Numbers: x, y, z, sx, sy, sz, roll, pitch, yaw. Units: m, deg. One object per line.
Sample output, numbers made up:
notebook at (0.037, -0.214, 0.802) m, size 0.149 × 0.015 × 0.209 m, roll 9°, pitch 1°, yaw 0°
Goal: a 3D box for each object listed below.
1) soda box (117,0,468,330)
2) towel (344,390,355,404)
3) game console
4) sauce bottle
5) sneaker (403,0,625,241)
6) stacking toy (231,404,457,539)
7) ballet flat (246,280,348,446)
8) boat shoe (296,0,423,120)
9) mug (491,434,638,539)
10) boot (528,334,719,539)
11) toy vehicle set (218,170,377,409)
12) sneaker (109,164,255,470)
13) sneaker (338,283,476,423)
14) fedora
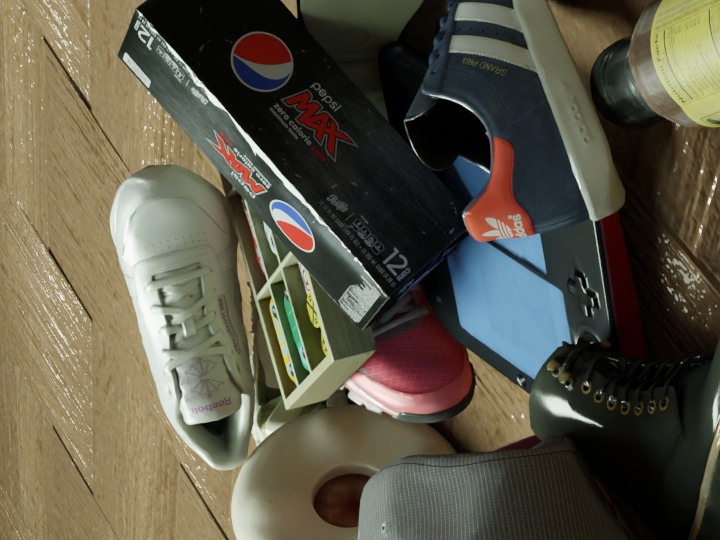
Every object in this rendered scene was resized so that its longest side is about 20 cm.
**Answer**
soda box at (-0.035, -0.070, 1.216) m, size 0.200 × 0.071 × 0.063 m, roll 49°, pitch 156°, yaw 4°
towel at (-0.010, 0.103, 1.531) m, size 0.146 × 0.022 × 0.202 m, roll -12°, pitch 96°, yaw 66°
game console at (0.078, -0.013, 1.197) m, size 0.200 × 0.031 × 0.178 m, roll 35°, pitch 149°, yaw 51°
sauce bottle at (0.151, -0.094, 0.954) m, size 0.065 × 0.064 × 0.200 m, roll 70°, pitch 163°, yaw -2°
sneaker at (0.054, -0.099, 1.085) m, size 0.075 × 0.084 × 0.201 m, roll 61°, pitch -171°, yaw -52°
stacking toy at (-0.002, 0.195, 1.444) m, size 0.146 × 0.145 × 0.201 m, roll 49°, pitch 155°, yaw 38°
ballet flat at (-0.047, 0.067, 1.455) m, size 0.072 × 0.071 × 0.202 m, roll 39°, pitch 140°, yaw 50°
boat shoe at (-0.001, -0.148, 1.241) m, size 0.201 × 0.070 × 0.063 m, roll 94°, pitch 172°, yaw -52°
mug at (0.101, 0.204, 1.236) m, size 0.201 × 0.132 × 0.178 m, roll 66°, pitch 155°, yaw 15°
boot at (0.134, 0.054, 1.060) m, size 0.138 × 0.077 × 0.201 m, roll 38°, pitch 144°, yaw 27°
toy vehicle set at (-0.044, -0.032, 1.312) m, size 0.124 × 0.026 × 0.202 m, roll 130°, pitch 126°, yaw -68°
sneaker at (-0.094, 0.029, 1.378) m, size 0.100 × 0.074 × 0.201 m, roll -115°, pitch 10°, yaw -53°
sneaker at (0.000, 0.000, 1.331) m, size 0.201 × 0.073 × 0.087 m, roll 58°, pitch 164°, yaw 31°
fedora at (0.062, 0.127, 1.078) m, size 0.200 × 0.175 × 0.091 m, roll 146°, pitch 116°, yaw -73°
